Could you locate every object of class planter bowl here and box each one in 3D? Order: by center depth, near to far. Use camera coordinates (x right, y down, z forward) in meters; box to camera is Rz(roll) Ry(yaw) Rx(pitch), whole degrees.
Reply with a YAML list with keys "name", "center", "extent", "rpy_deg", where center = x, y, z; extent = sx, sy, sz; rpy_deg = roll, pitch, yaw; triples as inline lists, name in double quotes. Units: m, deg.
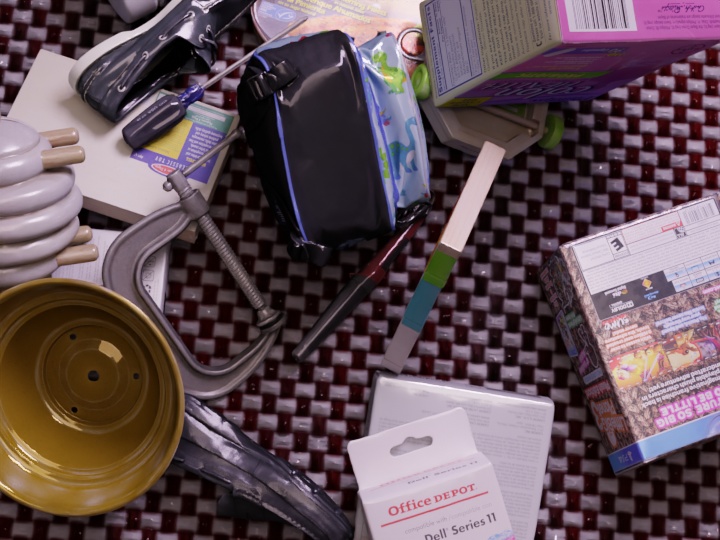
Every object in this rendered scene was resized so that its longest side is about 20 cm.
- name: "planter bowl"
  center: [-0.236, 0.098, 1.160]
  extent: [0.198, 0.083, 0.202]
  rpy_deg: [1, 101, 7]

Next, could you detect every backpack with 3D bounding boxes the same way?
- name: "backpack"
  center: [-0.023, -0.114, 1.185]
  extent: [0.146, 0.200, 0.185]
  rpy_deg: [-15, 99, -9]

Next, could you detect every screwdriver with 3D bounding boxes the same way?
- name: "screwdriver"
  center: [-0.130, -0.173, 1.237]
  extent: [0.199, 0.029, 0.028]
  rpy_deg: [-37, 110, -11]

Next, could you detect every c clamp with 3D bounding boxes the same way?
- name: "c clamp"
  center: [-0.131, 0.006, 1.200]
  extent: [0.170, 0.027, 0.201]
  rpy_deg: [-32, 108, -15]

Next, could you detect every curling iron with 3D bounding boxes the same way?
- name: "curling iron"
  center: [0.000, 0.000, 1.247]
  extent: [0.201, 0.025, 0.050]
  rpy_deg: [-53, 125, -11]

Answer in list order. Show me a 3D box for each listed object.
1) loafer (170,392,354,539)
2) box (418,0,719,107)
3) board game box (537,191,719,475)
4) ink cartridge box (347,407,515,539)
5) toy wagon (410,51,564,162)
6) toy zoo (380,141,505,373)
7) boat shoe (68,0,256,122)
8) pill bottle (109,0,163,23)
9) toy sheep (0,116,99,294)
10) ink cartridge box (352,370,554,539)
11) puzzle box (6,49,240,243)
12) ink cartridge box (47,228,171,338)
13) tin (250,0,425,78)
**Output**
- name: "loafer"
  center: [-0.096, 0.184, 1.178]
  extent: [0.200, 0.068, 0.071]
  rpy_deg: [34, 86, 7]
- name: "box"
  center: [0.177, -0.213, 1.177]
  extent: [0.175, 0.200, 0.098]
  rpy_deg: [-6, 85, -29]
- name: "board game box"
  center: [0.272, 0.057, 1.224]
  extent: [0.158, 0.097, 0.201]
  rpy_deg: [-18, 78, -9]
- name: "ink cartridge box"
  center: [0.068, 0.227, 1.150]
  extent: [0.116, 0.067, 0.202]
  rpy_deg: [-17, 92, -3]
- name: "toy wagon"
  center: [0.126, -0.204, 1.286]
  extent: [0.154, 0.040, 0.202]
  rpy_deg: [18, 73, -24]
- name: "toy zoo"
  center: [0.065, 0.000, 1.177]
  extent: [0.020, 0.201, 0.132]
  rpy_deg: [25, 49, 2]
- name: "boat shoe"
  center: [-0.163, -0.200, 1.240]
  extent: [0.199, 0.075, 0.066]
  rpy_deg: [-33, 72, -19]
- name: "pill bottle"
  center: [-0.150, -0.315, 1.271]
  extent: [0.199, 0.114, 0.115]
  rpy_deg: [-32, 81, -12]
- name: "toy sheep"
  center: [-0.292, -0.059, 1.145]
  extent: [0.137, 0.138, 0.202]
  rpy_deg: [-7, 111, -7]
- name: "ink cartridge box"
  center: [0.076, 0.199, 1.208]
  extent: [0.159, 0.047, 0.202]
  rpy_deg: [9, 92, -3]
- name: "puzzle box"
  center: [-0.221, -0.113, 1.245]
  extent: [0.198, 0.025, 0.134]
  rpy_deg: [19, 61, 0]
- name: "ink cartridge box"
  center: [-0.270, 0.009, 1.220]
  extent: [0.198, 0.037, 0.096]
  rpy_deg: [6, 76, -6]
- name: "tin"
  center: [-0.007, -0.230, 1.303]
  extent: [0.198, 0.042, 0.113]
  rpy_deg: [20, 79, 0]
